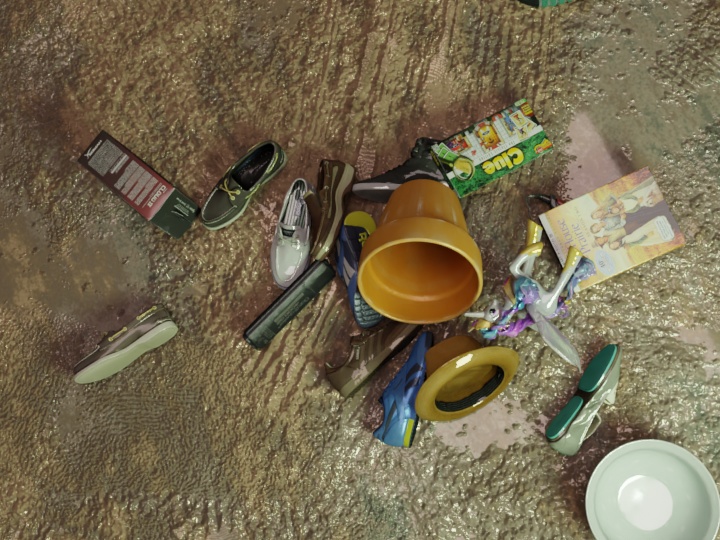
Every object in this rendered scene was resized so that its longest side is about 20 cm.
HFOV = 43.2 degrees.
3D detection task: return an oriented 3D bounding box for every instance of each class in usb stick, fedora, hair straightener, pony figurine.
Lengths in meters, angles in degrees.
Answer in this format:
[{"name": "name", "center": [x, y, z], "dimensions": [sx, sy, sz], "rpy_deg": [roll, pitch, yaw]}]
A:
[{"name": "usb stick", "center": [-0.123, 0.057, 1.593], "dimensions": [0.200, 0.055, 0.033], "rpy_deg": [-45, 48, -2]}, {"name": "fedora", "center": [0.160, 0.163, 1.470], "dimensions": [0.200, 0.201, 0.082], "rpy_deg": [-33, 56, 1]}, {"name": "hair straightener", "center": [0.366, -0.069, 1.547], "dimensions": [0.199, 0.041, 0.077], "rpy_deg": [29, 85, 7]}, {"name": "pony figurine", "center": [0.284, 0.050, 1.442], "dimensions": [0.192, 0.167, 0.201], "rpy_deg": [31, 96, -14]}]

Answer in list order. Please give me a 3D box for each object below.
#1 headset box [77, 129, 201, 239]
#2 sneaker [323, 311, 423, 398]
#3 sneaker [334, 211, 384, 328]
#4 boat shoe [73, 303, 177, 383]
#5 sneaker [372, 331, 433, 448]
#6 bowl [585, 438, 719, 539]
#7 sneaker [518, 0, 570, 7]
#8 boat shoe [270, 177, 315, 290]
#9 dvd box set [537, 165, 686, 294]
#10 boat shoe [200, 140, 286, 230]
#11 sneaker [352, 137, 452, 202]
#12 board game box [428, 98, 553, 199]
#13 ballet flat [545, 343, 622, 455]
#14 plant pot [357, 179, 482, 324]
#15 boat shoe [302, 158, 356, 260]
[{"name": "headset box", "center": [-0.383, -0.144, 1.621], "dimensions": [0.200, 0.149, 0.077], "rpy_deg": [37, 87, 14]}, {"name": "sneaker", "center": [0.022, 0.125, 1.549], "dimensions": [0.200, 0.070, 0.076], "rpy_deg": [-43, 75, -2]}, {"name": "sneaker", "center": [0.000, 0.000, 1.580], "dimensions": [0.074, 0.082, 0.201], "rpy_deg": [-7, 90, -26]}, {"name": "boat shoe", "center": [-0.424, 0.130, 1.616], "dimensions": [0.199, 0.072, 0.060], "rpy_deg": [-31, 70, -2]}, {"name": "sneaker", "center": [0.072, 0.194, 1.531], "dimensions": [0.078, 0.066, 0.201], "rpy_deg": [14, 82, 15]}, {"name": "bowl", "center": [0.451, 0.366, 1.428], "dimensions": [0.200, 0.090, 0.202], "rpy_deg": [-2, 80, 8]}, {"name": "sneaker", "center": [0.366, -0.533, 1.635], "dimensions": [0.199, 0.075, 0.088], "rpy_deg": [-7, 61, -1]}, {"name": "boat shoe", "center": [-0.125, -0.067, 1.609], "dimensions": [0.073, 0.067, 0.201], "rpy_deg": [4, 80, 9]}, {"name": "dvd box set", "center": [0.414, -0.067, 1.509], "dimensions": [0.199, 0.029, 0.147], "rpy_deg": [-24, 80, 5]}, {"name": "boat shoe", "center": [-0.220, -0.158, 1.644], "dimensions": [0.072, 0.061, 0.201], "rpy_deg": [43, 88, 14]}, {"name": "sneaker", "center": [0.083, -0.179, 1.602], "dimensions": [0.199, 0.071, 0.100], "rpy_deg": [-5, 77, 2]}, {"name": "board game box", "center": [0.227, -0.211, 1.576], "dimensions": [0.199, 0.023, 0.105], "rpy_deg": [-29, 87, -14]}, {"name": "ballet flat", "center": [0.379, 0.214, 1.491], "dimensions": [0.064, 0.067, 0.200], "rpy_deg": [36, 87, -14]}, {"name": "plant pot", "center": [0.100, -0.045, 1.502], "dimensions": [0.199, 0.201, 0.184], "rpy_deg": [-1, 47, 8]}, {"name": "boat shoe", "center": [-0.068, -0.109, 1.577], "dimensions": [0.075, 0.075, 0.203], "rpy_deg": [23, 53, -12]}]
